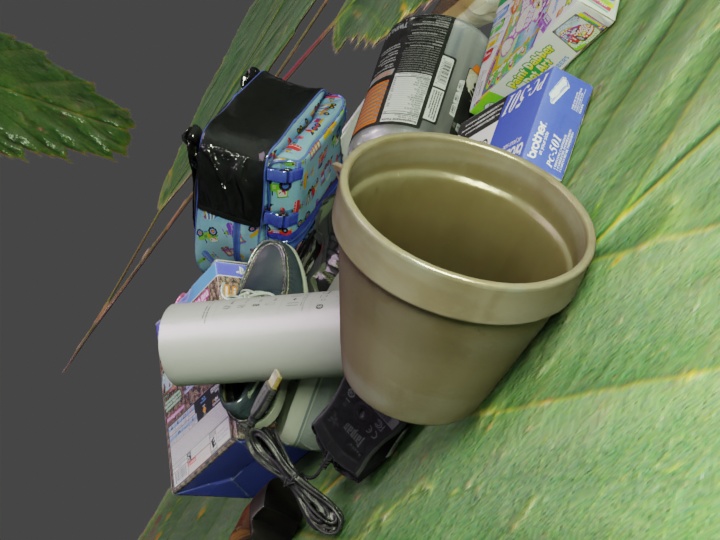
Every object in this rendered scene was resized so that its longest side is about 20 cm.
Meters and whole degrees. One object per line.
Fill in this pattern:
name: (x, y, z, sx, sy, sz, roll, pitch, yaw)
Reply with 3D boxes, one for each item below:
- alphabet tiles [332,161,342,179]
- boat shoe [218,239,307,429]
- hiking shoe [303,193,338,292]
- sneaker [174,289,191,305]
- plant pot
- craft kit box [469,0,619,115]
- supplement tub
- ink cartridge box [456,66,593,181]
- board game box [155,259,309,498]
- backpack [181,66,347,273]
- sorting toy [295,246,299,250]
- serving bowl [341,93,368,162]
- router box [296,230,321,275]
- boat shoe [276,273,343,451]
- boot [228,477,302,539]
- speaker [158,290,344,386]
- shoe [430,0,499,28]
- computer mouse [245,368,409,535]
alphabet tiles: (0.020, -0.017, 1.611, 0.008, 0.168, 0.200, -24, 13, -8)
boat shoe: (-0.103, 0.054, 1.712, 0.075, 0.062, 0.201, -1, 64, 28)
hiking shoe: (0.000, 0.000, 1.755, 0.100, 0.076, 0.201, -21, 56, 38)
sneaker: (-0.168, 0.107, 2.009, 0.079, 0.095, 0.201, -34, 59, 32)
plant pot: (0.063, 0.018, 1.348, 0.200, 0.199, 0.174, -84, 8, -55)
craft kit box: (0.187, -0.262, 1.650, 0.197, 0.048, 0.201, -41, 26, 50)
supplement tub: (0.059, -0.144, 1.722, 0.123, 0.122, 0.201, -41, 26, 55)
ink cartridge box: (0.131, -0.107, 1.559, 0.200, 0.044, 0.094, -26, 40, 67)
board game box: (-0.132, 0.116, 1.824, 0.159, 0.096, 0.201, -42, 49, 49)
backpack: (-0.100, -0.085, 1.839, 0.183, 0.134, 0.201, -53, -24, -51)
sorting toy: (-0.124, 0.037, 2.144, 0.199, 0.069, 0.200, -59, 14, 13)
serving bowl: (-0.004, -0.129, 1.994, 0.200, 0.066, 0.200, -54, 3, 4)
router box: (-0.064, 0.047, 1.922, 0.149, 0.051, 0.200, -85, 20, -55)
boat shoe: (-0.017, 0.083, 1.683, 0.070, 0.071, 0.202, -118, 49, -72)
boot: (-0.135, 0.318, 1.686, 0.200, 0.068, 0.189, -54, 17, 34)
speaker: (-0.085, 0.062, 1.615, 0.199, 0.081, 0.081, -5, 45, 21)
shoe: (0.118, -0.281, 1.900, 0.070, 0.053, 0.200, -56, 11, -14)
computer mouse: (-0.021, 0.124, 1.554, 0.046, 0.140, 0.200, -15, -38, -53)
